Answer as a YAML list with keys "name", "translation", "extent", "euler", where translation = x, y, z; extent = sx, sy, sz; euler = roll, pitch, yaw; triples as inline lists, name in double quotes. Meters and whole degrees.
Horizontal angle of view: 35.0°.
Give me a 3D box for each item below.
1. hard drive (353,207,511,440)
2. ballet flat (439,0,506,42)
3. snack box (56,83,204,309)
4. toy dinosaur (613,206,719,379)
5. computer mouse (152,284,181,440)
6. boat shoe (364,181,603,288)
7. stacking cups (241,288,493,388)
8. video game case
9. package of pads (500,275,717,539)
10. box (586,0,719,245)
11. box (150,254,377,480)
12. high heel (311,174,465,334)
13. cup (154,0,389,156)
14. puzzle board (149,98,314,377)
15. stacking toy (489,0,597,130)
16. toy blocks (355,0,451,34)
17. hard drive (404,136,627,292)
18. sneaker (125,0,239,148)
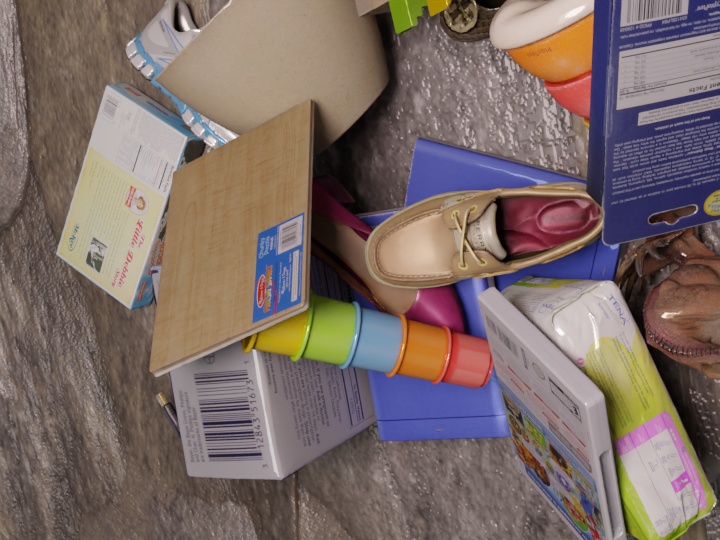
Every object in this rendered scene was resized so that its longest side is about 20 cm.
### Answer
- name: "hard drive"
  translation: [0.059, 0.046, 0.996]
  extent: [0.130, 0.025, 0.203]
  euler: [-7, 97, 32]
- name: "ballet flat"
  translation: [0.136, -0.257, 0.920]
  extent: [0.199, 0.046, 0.068]
  euler: [-35, 81, 30]
- name: "snack box"
  translation: [-0.239, -0.075, 1.181]
  extent: [0.115, 0.037, 0.202]
  euler: [33, 114, 22]
- name: "toy dinosaur"
  translation: [0.241, 0.025, 0.842]
  extent: [0.134, 0.200, 0.087]
  euler: [24, 120, 9]
- name: "computer mouse"
  translation: [-0.162, 0.089, 1.165]
  extent: [0.139, 0.046, 0.202]
  euler: [-29, 96, 27]
- name: "boat shoe"
  translation: [0.099, -0.032, 0.895]
  extent: [0.197, 0.066, 0.075]
  euler: [-15, 91, 1]
- name: "stacking cups"
  translation: [0.009, 0.050, 0.896]
  extent: [0.197, 0.061, 0.061]
  euler: [10, 109, -15]
- name: "video game case"
  translation: [0.147, 0.125, 0.863]
  extent: [0.143, 0.018, 0.202]
  euler: [48, 161, 49]
- name: "package of pads"
  translation: [0.180, 0.104, 0.885]
  extent: [0.068, 0.154, 0.202]
  euler: [-28, 97, -13]
- name: "box"
  translation: [0.221, -0.121, 0.810]
  extent: [0.032, 0.119, 0.203]
  euler: [-123, 24, -56]
- name: "box"
  translation: [-0.073, 0.066, 1.014]
  extent: [0.104, 0.199, 0.187]
  euler: [-6, 96, 31]
- name: "high heel"
  translation: [0.000, 0.000, 0.940]
  extent: [0.200, 0.096, 0.068]
  euler: [44, 118, 15]
- name: "cup"
  translation: [-0.058, -0.183, 0.982]
  extent: [0.200, 0.201, 0.143]
  euler: [-37, 105, 30]
- name: "puzzle board"
  translation: [-0.096, -0.027, 0.888]
  extent: [0.149, 0.017, 0.202]
  euler: [-23, 48, 27]
- name: "stacking toy"
  translation: [0.201, -0.143, 0.870]
  extent: [0.145, 0.147, 0.201]
  euler: [-22, 112, 31]
- name: "toy blocks"
  translation: [0.083, -0.242, 0.849]
  extent: [0.199, 0.135, 0.102]
  euler: [-8, 97, 63]
- name: "hard drive"
  translation: [0.127, -0.027, 0.981]
  extent: [0.198, 0.025, 0.134]
  euler: [18, 108, 27]
- name: "sneaker"
  translation: [-0.139, -0.184, 1.084]
  extent: [0.200, 0.075, 0.087]
  euler: [44, 112, 16]
